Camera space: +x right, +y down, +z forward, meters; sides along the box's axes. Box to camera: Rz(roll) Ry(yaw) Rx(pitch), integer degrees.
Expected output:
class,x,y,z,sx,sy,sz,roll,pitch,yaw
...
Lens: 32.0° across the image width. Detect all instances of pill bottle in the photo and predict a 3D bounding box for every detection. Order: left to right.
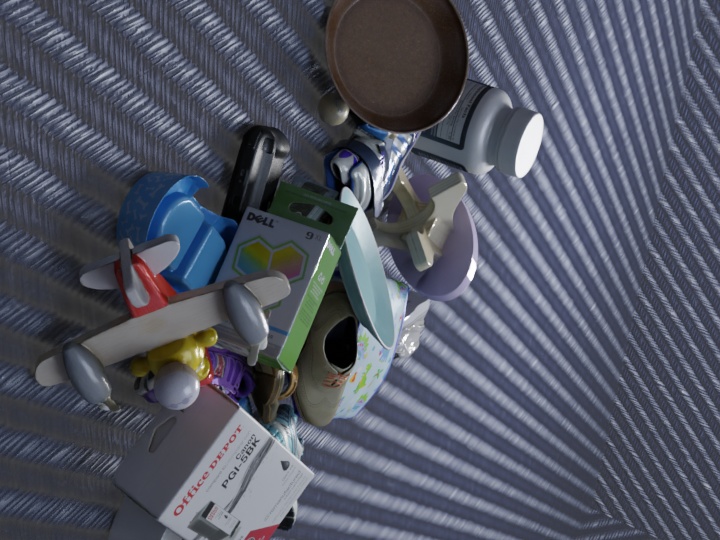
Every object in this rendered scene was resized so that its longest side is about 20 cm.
class,x,y,z,sx,sy,sz,roll,pitch,yaw
pill bottle,0.142,-0.199,1.708,0.120,0.198,0.121,-47,149,-40

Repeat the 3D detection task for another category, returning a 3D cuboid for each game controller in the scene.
class,x,y,z,sx,sy,sz,roll,pitch,yaw
game controller,-0.130,-0.066,1.434,0.104,0.041,0.203,-26,134,-78

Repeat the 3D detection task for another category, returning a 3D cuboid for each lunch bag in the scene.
class,x,y,z,sx,sy,sz,roll,pitch,yaw
lunch bag,-0.026,0.099,1.677,0.170,0.125,0.204,13,87,-67

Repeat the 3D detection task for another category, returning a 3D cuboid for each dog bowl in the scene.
class,x,y,z,sx,sy,sz,roll,pitch,yaw
dog bowl,-0.189,-0.030,1.305,0.113,0.049,0.200,-62,157,-16

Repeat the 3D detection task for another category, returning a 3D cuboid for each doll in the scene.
class,x,y,z,sx,sy,sz,roll,pitch,yaw
doll,0.028,-0.234,1.561,0.198,0.048,0.138,-29,101,-24

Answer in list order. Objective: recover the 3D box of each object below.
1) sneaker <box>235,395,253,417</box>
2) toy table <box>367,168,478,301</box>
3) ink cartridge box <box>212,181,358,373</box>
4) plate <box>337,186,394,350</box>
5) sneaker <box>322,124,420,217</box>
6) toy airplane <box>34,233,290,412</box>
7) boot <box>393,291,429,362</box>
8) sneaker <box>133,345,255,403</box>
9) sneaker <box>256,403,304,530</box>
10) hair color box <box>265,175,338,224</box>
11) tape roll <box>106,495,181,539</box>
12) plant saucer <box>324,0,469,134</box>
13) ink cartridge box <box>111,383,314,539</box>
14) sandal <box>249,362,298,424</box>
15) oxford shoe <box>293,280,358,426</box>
class,x,y,z,sx,sy,sz,roll,pitch,yaw
sneaker,-0.136,0.221,1.577,0.079,0.089,0.202,-52,151,-34
toy table,0.079,-0.065,1.741,0.183,0.201,0.117,-37,146,9
ink cartridge box,-0.088,-0.003,1.357,0.203,0.102,0.059,-67,161,-13
plate,0.000,0.000,1.507,0.200,0.025,0.203,-17,91,-80
sneaker,0.013,-0.165,1.601,0.146,0.080,0.203,-26,138,-64
toy airplane,-0.187,0.061,1.195,0.197,0.143,0.200,6,143,-38
boot,0.052,0.098,1.911,0.199,0.072,0.097,-20,120,-62
sneaker,-0.172,0.120,1.393,0.080,0.084,0.199,-36,168,23
sneaker,-0.104,0.269,1.708,0.086,0.077,0.202,-49,150,-45
hair color box,-0.084,0.001,1.506,0.099,0.060,0.202,-55,161,-49
tape roll,-0.218,0.314,1.499,0.203,0.070,0.205,-48,149,-42
plant saucer,0.039,-0.265,1.521,0.197,0.037,0.204,1,88,-26
ink cartridge box,-0.155,0.225,1.363,0.148,0.082,0.200,-53,145,-11
sandal,-0.102,0.127,1.496,0.053,0.081,0.201,-17,160,-12
oxford shoe,-0.041,0.117,1.527,0.070,0.074,0.203,-7,123,-20
